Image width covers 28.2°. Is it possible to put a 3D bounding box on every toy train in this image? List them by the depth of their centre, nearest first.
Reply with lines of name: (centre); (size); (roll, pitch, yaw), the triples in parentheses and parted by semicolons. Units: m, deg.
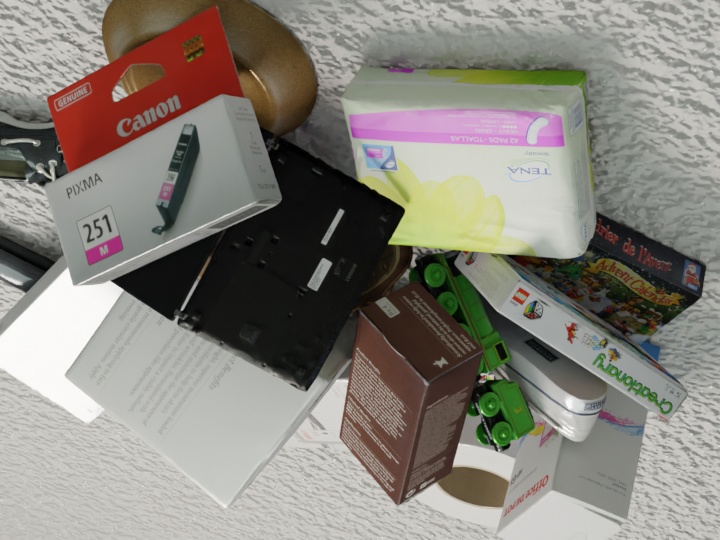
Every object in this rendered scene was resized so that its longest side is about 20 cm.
toy train: (0.105, 0.071, 1.323); (0.042, 0.056, 0.201); (-10, 105, 62)

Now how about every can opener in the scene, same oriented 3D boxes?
can opener: (-0.351, -0.005, 1.603); (0.199, 0.053, 0.067); (28, 115, -14)

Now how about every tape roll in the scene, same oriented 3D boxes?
tape roll: (0.142, 0.223, 1.665); (0.202, 0.071, 0.203); (13, 148, 8)

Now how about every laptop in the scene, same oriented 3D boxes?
laptop: (-0.097, -0.026, 1.219); (0.199, 0.178, 0.103); (28, 180, -14)

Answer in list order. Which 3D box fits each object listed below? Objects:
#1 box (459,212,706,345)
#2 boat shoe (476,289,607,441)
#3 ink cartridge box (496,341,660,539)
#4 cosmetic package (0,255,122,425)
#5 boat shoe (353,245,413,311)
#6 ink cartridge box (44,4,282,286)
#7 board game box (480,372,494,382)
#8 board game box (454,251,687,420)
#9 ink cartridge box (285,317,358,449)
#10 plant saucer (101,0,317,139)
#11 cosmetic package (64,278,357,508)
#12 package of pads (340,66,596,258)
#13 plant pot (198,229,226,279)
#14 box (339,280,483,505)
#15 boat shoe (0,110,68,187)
box: (0.198, -0.001, 1.332); (0.199, 0.038, 0.137); (25, 147, -10)
boat shoe: (0.151, 0.090, 1.375); (0.073, 0.200, 0.066); (-12, 130, -32)
ink cartridge box: (0.218, 0.173, 1.431); (0.084, 0.201, 0.145); (22, 147, -7)
cosmetic package: (-0.296, 0.062, 1.579); (0.151, 0.052, 0.200); (39, 115, -22)
boat shoe: (0.000, 0.001, 1.414); (0.067, 0.072, 0.200); (0, 163, -30)
ink cartridge box: (-0.177, -0.101, 1.177); (0.199, 0.174, 0.044); (-23, 172, 27)
board game box: (0.056, 0.090, 1.542); (0.200, 0.035, 0.126); (-16, 133, 42)
board game box: (0.185, 0.049, 1.265); (0.200, 0.035, 0.126); (33, -171, -21)
ink cartridge box: (-0.034, 0.122, 1.527); (0.199, 0.083, 0.147); (-2, 142, 30)
plant saucer: (-0.138, -0.168, 1.252); (0.199, 0.036, 0.201); (13, 147, 9)
cosmetic package: (-0.132, 0.080, 1.349); (0.200, 0.165, 0.165); (39, 108, 2)
package of pads: (0.093, -0.088, 1.195); (0.199, 0.068, 0.155); (4, 128, 22)
plant pot: (-0.093, -0.047, 1.317); (0.200, 0.201, 0.093); (30, 108, -18)
box: (0.043, 0.116, 1.331); (0.100, 0.075, 0.200); (47, 150, 28)
boat shoe: (-0.316, -0.110, 1.404); (0.199, 0.061, 0.076); (8, 146, 16)
